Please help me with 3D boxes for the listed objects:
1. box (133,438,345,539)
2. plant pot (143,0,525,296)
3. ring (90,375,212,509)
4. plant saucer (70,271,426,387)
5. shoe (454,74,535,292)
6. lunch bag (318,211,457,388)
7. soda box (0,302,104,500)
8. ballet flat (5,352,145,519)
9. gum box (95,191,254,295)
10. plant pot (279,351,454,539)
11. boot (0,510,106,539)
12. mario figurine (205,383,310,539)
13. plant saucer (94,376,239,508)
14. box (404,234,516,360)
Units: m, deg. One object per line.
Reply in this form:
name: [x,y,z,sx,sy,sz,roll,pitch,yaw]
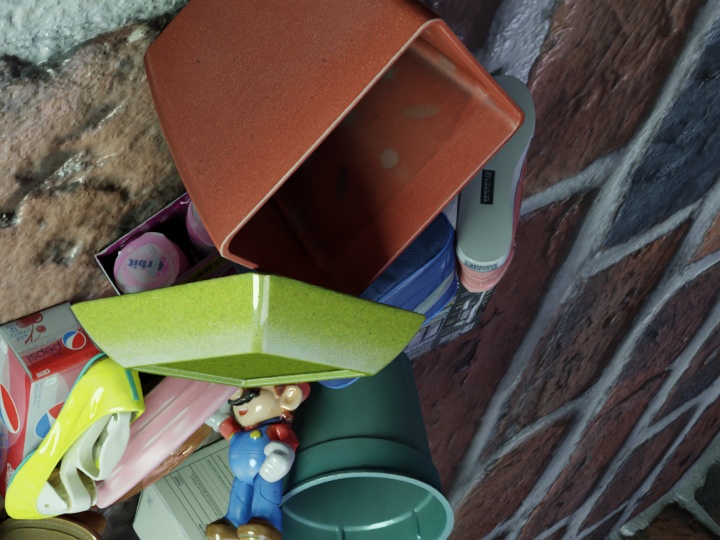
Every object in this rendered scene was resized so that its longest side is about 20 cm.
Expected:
box: [-0.137,0.269,1.418,0.198,0.128,0.110,-21,150,-35]
plant pot: [-0.033,-0.121,0.887,0.200,0.177,0.200,-45,154,9]
ring: [-0.220,0.166,1.264,0.199,0.019,0.201,-34,154,-19]
plant saucer: [-0.082,0.053,0.942,0.198,0.049,0.199,-10,164,36]
shoe: [0.124,-0.082,1.217,0.091,0.070,0.203,87,12,-70]
lunch bag: [0.000,0.000,1.176,0.199,0.136,0.133,-37,155,-13]
soda box: [-0.272,0.122,1.067,0.069,0.064,0.201,-23,148,-35]
ballet flat: [-0.231,0.155,1.022,0.066,0.067,0.201,-1,134,-50]
gum box: [-0.112,-0.022,1.060,0.199,0.066,0.114,-36,155,-11]
plant pot: [-0.008,0.189,1.343,0.197,0.198,0.202,-3,138,-2]
boot: [-0.286,0.257,1.190,0.197,0.075,0.154,-10,176,27]
mario figurine: [-0.114,0.161,1.214,0.121,0.203,0.106,1,158,11]
plant saucer: [-0.170,0.124,1.115,0.200,0.051,0.201,-43,-177,2]
box: [0.074,0.036,1.442,0.198,0.050,0.159,-24,150,-33]
